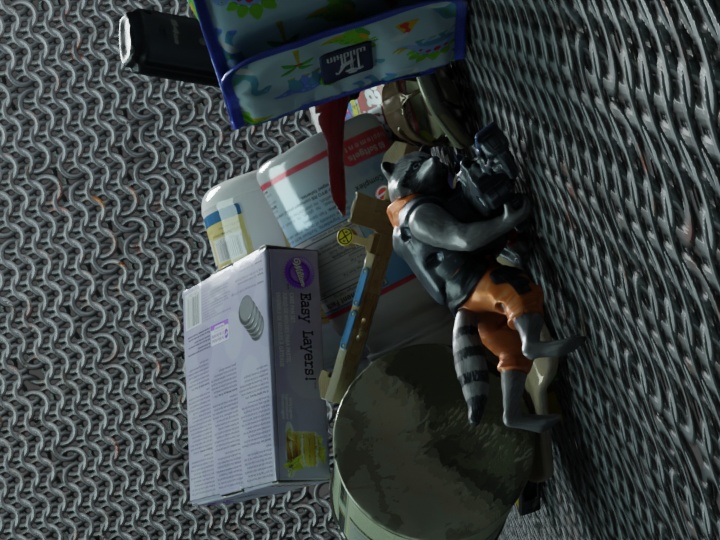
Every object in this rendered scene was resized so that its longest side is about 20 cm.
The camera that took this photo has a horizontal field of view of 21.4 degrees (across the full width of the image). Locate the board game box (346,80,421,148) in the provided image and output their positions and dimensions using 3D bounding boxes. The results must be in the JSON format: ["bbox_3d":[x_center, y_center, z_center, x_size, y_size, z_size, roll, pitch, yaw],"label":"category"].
[{"bbox_3d":[0.004,-0.134,1.549,0.103,0.019,0.200,7,119,48],"label":"board game box"}]

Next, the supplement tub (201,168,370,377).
[{"bbox_3d":[-0.049,0.011,1.663,0.145,0.145,0.200,100,156,-85],"label":"supplement tub"}]

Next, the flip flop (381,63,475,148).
[{"bbox_3d":[0.044,-0.124,1.415,0.200,0.058,0.081,-131,23,-85],"label":"flip flop"}]

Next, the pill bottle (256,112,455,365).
[{"bbox_3d":[0.007,-0.015,1.512,0.200,0.109,0.109,62,178,-1],"label":"pill bottle"}]

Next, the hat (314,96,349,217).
[{"bbox_3d":[0.002,-0.193,1.428,0.176,0.200,0.166,42,-155,-9],"label":"hat"}]

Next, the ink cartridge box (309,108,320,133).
[{"bbox_3d":[0.006,-0.130,1.976,0.200,0.084,0.146,-117,8,-78],"label":"ink cartridge box"}]

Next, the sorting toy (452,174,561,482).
[{"bbox_3d":[0.115,0.043,1.437,0.200,0.036,0.185,85,167,-61],"label":"sorting toy"}]

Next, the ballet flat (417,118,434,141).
[{"bbox_3d":[0.020,-0.178,1.615,0.200,0.067,0.067,-119,23,-47],"label":"ballet flat"}]

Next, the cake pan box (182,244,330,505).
[{"bbox_3d":[-0.089,0.090,1.521,0.200,0.052,0.184,153,117,-61],"label":"cake pan box"}]

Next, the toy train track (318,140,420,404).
[{"bbox_3d":[0.000,0.000,1.424,0.115,0.033,0.200,17,-92,-58],"label":"toy train track"}]

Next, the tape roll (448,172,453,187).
[{"bbox_3d":[0.057,0.007,1.678,0.200,0.066,0.200,165,90,-78],"label":"tape roll"}]

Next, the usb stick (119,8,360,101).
[{"bbox_3d":[-0.090,-0.163,1.464,0.033,0.200,0.055,-35,55,52],"label":"usb stick"}]

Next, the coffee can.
[{"bbox_3d":[0.050,0.151,1.447,0.200,0.146,0.146,95,157,-73],"label":"coffee can"}]

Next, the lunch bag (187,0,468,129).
[{"bbox_3d":[-0.029,-0.191,1.214,0.127,0.170,0.200,-110,3,-47],"label":"lunch bag"}]

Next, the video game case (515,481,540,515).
[{"bbox_3d":[0.126,0.113,1.780,0.181,0.025,0.200,78,172,-67],"label":"video game case"}]

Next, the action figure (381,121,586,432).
[{"bbox_3d":[0.070,-0.007,1.228,0.194,0.105,0.200,60,175,27],"label":"action figure"}]
